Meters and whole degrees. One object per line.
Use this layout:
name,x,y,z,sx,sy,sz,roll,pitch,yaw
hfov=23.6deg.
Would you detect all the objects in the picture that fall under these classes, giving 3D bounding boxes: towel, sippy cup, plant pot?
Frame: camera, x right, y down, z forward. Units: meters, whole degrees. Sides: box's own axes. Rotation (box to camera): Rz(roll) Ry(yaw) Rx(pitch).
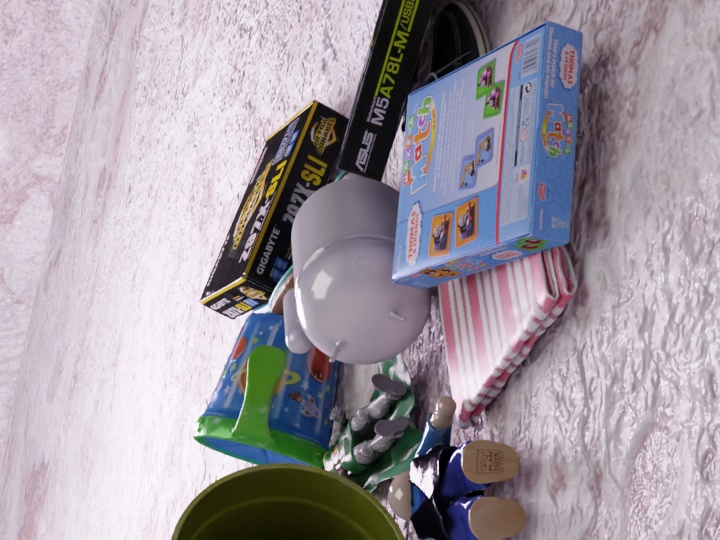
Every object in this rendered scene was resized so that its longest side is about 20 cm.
towel,0.106,0.011,1.285,0.201,0.030,0.148,119,152,-52
sippy cup,-0.078,0.114,1.633,0.177,0.139,0.132,-11,60,60
plant pot,-0.069,0.301,1.454,0.194,0.198,0.202,101,164,-46

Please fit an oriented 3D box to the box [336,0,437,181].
box,0.032,-0.200,1.468,0.200,0.047,0.195,-78,7,-66

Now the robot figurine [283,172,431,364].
robot figurine,0.000,0.000,1.440,0.169,0.113,0.201,-42,27,21

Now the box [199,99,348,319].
box,-0.088,-0.059,1.756,0.159,0.049,0.202,-22,44,66

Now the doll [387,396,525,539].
doll,0.067,0.163,1.294,0.200,0.048,0.138,147,118,-71

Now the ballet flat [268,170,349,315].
ballet flat,-0.022,-0.007,1.599,0.072,0.068,0.201,42,126,16

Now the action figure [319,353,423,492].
action figure,-0.002,0.155,1.499,0.200,0.054,0.119,123,149,-57

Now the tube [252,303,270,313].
tube,-0.050,-0.001,1.712,0.200,0.050,0.078,-43,57,55

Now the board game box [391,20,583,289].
board game box,0.088,-0.078,1.251,0.199,0.036,0.153,-18,63,61

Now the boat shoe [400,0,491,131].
boat shoe,0.068,-0.130,1.398,0.075,0.061,0.203,137,139,-64
